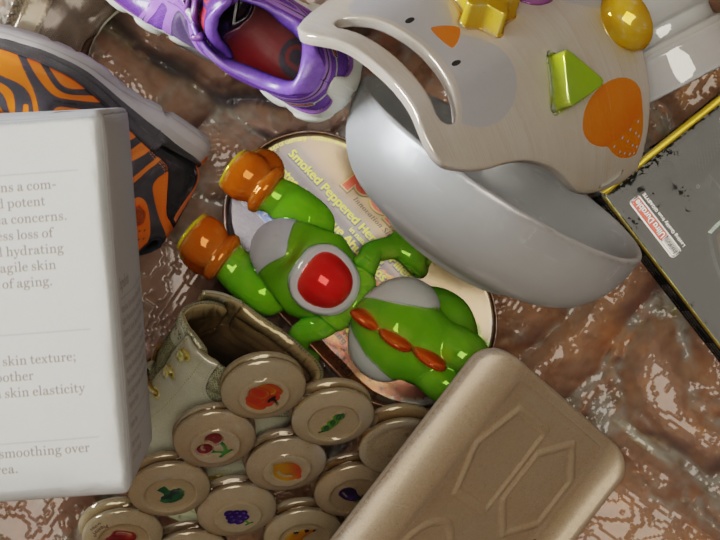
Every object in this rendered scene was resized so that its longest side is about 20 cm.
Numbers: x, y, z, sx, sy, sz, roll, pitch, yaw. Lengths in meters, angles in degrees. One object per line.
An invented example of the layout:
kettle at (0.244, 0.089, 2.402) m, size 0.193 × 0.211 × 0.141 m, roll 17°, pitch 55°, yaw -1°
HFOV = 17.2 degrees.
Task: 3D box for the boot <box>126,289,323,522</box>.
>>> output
boot at (-0.134, 0.069, 1.438) m, size 0.199 × 0.072 × 0.155 m, roll 22°, pitch 134°, yaw -7°

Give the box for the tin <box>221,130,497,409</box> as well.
tin at (0.000, 0.000, 1.500) m, size 0.112 × 0.042 × 0.200 m, roll -43°, pitch 92°, yaw 3°

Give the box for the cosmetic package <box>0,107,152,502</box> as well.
cosmetic package at (-0.205, 0.016, 1.295) m, size 0.166 × 0.166 × 0.201 m, roll -3°, pitch 95°, yaw 0°

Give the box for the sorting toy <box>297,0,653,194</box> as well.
sorting toy at (0.059, -0.126, 1.380) m, size 0.200 × 0.180 × 0.107 m, roll 43°, pitch 133°, yaw 18°

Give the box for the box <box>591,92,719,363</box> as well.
box at (0.269, -0.019, 1.503) m, size 0.159 × 0.049 × 0.200 m, roll -38°, pitch 91°, yaw -3°

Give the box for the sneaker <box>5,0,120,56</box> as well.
sneaker at (-0.155, -0.207, 1.488) m, size 0.075 × 0.070 × 0.201 m, roll 25°, pitch 95°, yaw -18°

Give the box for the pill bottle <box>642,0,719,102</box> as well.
pill bottle at (0.154, -0.203, 1.466) m, size 0.112 × 0.112 × 0.201 m, roll -27°, pitch 92°, yaw -1°

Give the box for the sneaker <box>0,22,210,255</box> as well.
sneaker at (-0.183, -0.068, 1.432) m, size 0.199 × 0.077 × 0.113 m, roll 30°, pitch 77°, yaw -33°

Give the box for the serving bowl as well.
serving bowl at (0.069, -0.036, 1.428) m, size 0.199 × 0.200 × 0.066 m, roll 32°, pitch 102°, yaw -2°

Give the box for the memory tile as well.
memory tile at (-0.060, 0.129, 1.432) m, size 0.153 × 0.017 × 0.200 m, roll 23°, pitch 127°, yaw -31°

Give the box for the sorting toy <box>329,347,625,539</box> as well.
sorting toy at (0.064, 0.149, 1.448) m, size 0.036 × 0.200 × 0.185 m, roll 37°, pitch 89°, yaw 37°

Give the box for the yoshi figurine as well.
yoshi figurine at (-0.006, 0.015, 1.450) m, size 0.200 × 0.113 × 0.112 m, roll 35°, pitch 46°, yaw 11°

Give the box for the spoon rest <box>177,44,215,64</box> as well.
spoon rest at (-0.057, -0.225, 1.485) m, size 0.099 × 0.061 × 0.201 m, roll 24°, pitch 90°, yaw -2°

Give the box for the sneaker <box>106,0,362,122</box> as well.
sneaker at (-0.087, -0.163, 1.403) m, size 0.199 × 0.083 × 0.081 m, roll 31°, pitch 96°, yaw 18°
